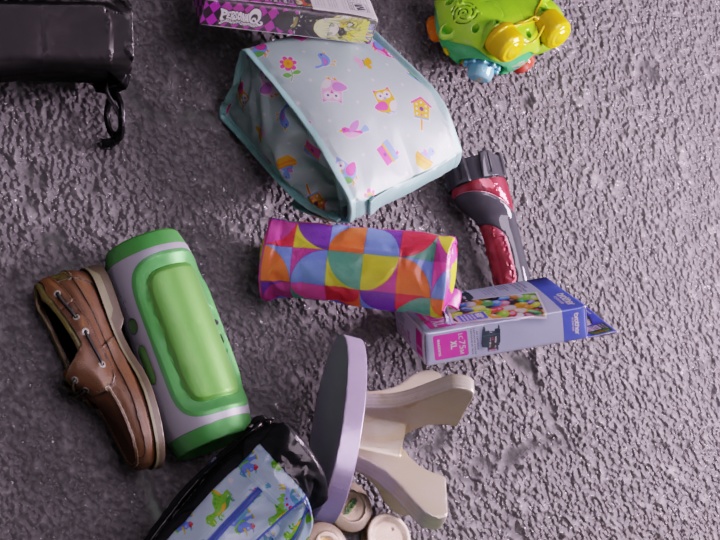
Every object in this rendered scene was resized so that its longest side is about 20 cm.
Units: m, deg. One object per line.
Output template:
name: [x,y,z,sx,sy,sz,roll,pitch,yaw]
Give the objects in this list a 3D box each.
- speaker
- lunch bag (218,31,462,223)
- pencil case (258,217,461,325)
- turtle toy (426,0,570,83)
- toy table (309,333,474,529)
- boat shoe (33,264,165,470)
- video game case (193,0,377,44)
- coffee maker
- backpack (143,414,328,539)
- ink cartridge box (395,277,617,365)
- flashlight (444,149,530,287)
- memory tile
speaker: [-0.168,0.067,1.661,0.088,0.088,0.201,-14,77,-35]
lunch bag: [-0.015,-0.143,1.811,0.170,0.122,0.200,-27,66,-37]
pencil case: [0.000,0.000,1.752,0.198,0.089,0.089,8,60,5]
turtle toy: [0.156,-0.273,2.004,0.199,0.101,0.146,-19,56,-38]
toy table: [0.021,0.156,1.680,0.116,0.184,0.201,14,52,-11]
boat shoe: [-0.237,0.094,1.621,0.068,0.072,0.201,-13,67,-31]
video game case: [-0.089,-0.306,1.837,0.180,0.036,0.201,4,39,-20]
coffee maker: [-0.317,-0.212,1.662,0.199,0.135,0.194,-8,74,-33]
backpack: [-0.121,0.239,1.563,0.199,0.163,0.154,-33,88,-17]
ink cartridge box: [0.143,0.047,1.804,0.198,0.119,0.042,-7,106,-12]
flashlight: [0.140,-0.023,1.910,0.068,0.067,0.202,9,66,-57]
memory tile: [-0.046,0.277,1.686,0.153,0.017,0.200,42,53,-10]
